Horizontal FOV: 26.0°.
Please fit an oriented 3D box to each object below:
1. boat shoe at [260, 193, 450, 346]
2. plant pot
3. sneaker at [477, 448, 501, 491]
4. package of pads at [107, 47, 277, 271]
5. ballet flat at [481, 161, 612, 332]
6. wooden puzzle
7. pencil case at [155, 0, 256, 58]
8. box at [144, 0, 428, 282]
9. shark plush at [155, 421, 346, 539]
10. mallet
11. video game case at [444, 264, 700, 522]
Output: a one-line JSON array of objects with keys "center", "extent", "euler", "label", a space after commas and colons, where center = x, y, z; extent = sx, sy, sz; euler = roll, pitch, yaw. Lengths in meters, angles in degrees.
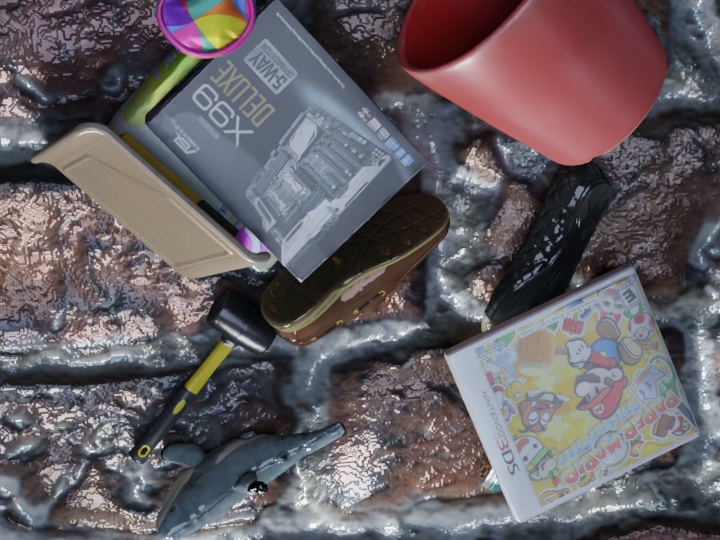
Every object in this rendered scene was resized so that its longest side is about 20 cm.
[{"center": [0.000, 0.001, 1.473], "extent": [0.199, 0.072, 0.068], "euler": [-34, 142, -4], "label": "boat shoe"}, {"center": [0.160, -0.199, 1.366], "extent": [0.177, 0.201, 0.201], "euler": [38, 100, -26], "label": "plant pot"}, {"center": [0.192, 0.141, 1.531], "extent": [0.080, 0.071, 0.201], "euler": [30, 100, -10], "label": "sneaker"}, {"center": [-0.115, -0.113, 1.417], "extent": [0.200, 0.068, 0.155], "euler": [42, 97, -16], "label": "package of pads"}, {"center": [0.176, -0.017, 1.500], "extent": [0.066, 0.057, 0.201], "euler": [16, 112, -40], "label": "ballet flat"}, {"center": [-0.185, -0.062, 1.375], "extent": [0.199, 0.185, 0.037], "euler": [37, 73, -17], "label": "wooden puzzle"}, {"center": [-0.137, -0.244, 1.309], "extent": [0.088, 0.200, 0.089], "euler": [-5, 116, -10], "label": "pencil case"}, {"center": [-0.065, -0.116, 1.361], "extent": [0.158, 0.050, 0.200], "euler": [-42, 108, 5], "label": "box"}, {"center": [-0.104, 0.206, 1.510], "extent": [0.198, 0.083, 0.092], "euler": [-14, 109, -2], "label": "shark plush"}, {"center": [-0.166, 0.102, 1.497], "extent": [0.066, 0.041, 0.200], "euler": [41, 102, -20], "label": "mallet"}, {"center": [0.203, 0.117, 1.486], "extent": [0.199, 0.023, 0.183], "euler": [-25, 101, -5], "label": "video game case"}]
